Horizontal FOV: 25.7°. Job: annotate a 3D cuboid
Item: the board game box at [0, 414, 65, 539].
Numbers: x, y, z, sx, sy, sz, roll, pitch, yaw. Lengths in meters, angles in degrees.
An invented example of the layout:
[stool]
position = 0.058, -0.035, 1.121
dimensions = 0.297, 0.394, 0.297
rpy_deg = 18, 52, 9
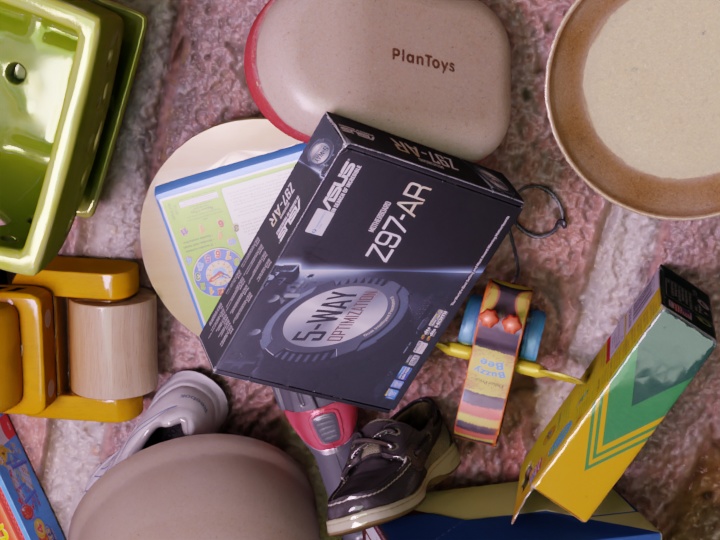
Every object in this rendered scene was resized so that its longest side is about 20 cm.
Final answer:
[board game box]
position = -0.356, 0.244, 1.341
dimensions = 0.196, 0.056, 0.200
rpy_deg = -21, 99, 14

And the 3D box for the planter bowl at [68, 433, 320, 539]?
[planter bowl]
position = -0.116, 0.244, 1.214
dimensions = 0.200, 0.135, 0.200
rpy_deg = -10, 129, -12

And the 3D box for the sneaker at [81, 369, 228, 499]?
[sneaker]
position = -0.183, 0.171, 1.278
dimensions = 0.074, 0.087, 0.200
rpy_deg = 31, 107, 0

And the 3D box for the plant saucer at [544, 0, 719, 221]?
[plant saucer]
position = 0.236, -0.137, 1.159
dimensions = 0.200, 0.035, 0.200
rpy_deg = 2, 103, 9

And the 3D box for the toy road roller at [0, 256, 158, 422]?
[toy road roller]
position = -0.268, 0.063, 1.236
dimensions = 0.200, 0.146, 0.123
rpy_deg = 2, 104, 9

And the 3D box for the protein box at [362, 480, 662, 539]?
[protein box]
position = 0.113, 0.279, 1.197
dimensions = 0.198, 0.135, 0.200
rpy_deg = -5, 103, -11

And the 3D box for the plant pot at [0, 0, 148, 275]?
[plant pot]
position = -0.276, -0.133, 1.173
dimensions = 0.199, 0.181, 0.200
rpy_deg = 20, 106, 5

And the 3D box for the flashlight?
[flashlight]
position = -0.013, 0.159, 1.253
dimensions = 0.068, 0.068, 0.200
rpy_deg = 2, 117, 45

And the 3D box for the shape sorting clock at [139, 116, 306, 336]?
[shape sorting clock]
position = -0.074, -0.024, 1.237
dimensions = 0.200, 0.039, 0.200
rpy_deg = 2, 107, 7

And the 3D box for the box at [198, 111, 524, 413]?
[box]
position = 0.000, 0.000, 1.124
dimensions = 0.160, 0.044, 0.200
rpy_deg = 17, 116, -33

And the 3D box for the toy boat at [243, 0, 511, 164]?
[toy boat]
position = 0.006, -0.140, 1.158
dimensions = 0.200, 0.131, 0.131
rpy_deg = 8, 77, -27

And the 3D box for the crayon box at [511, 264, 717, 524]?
[crayon box]
position = 0.188, 0.102, 1.178
dimensions = 0.051, 0.127, 0.200
rpy_deg = 33, 107, 1

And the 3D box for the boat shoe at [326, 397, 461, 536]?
[boat shoe]
position = 0.019, 0.143, 1.182
dimensions = 0.072, 0.201, 0.066
rpy_deg = -17, 92, 24

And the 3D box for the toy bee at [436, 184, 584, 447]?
[toy bee]
position = 0.097, 0.047, 1.190
dimensions = 0.131, 0.109, 0.200
rpy_deg = -7, 102, 13
